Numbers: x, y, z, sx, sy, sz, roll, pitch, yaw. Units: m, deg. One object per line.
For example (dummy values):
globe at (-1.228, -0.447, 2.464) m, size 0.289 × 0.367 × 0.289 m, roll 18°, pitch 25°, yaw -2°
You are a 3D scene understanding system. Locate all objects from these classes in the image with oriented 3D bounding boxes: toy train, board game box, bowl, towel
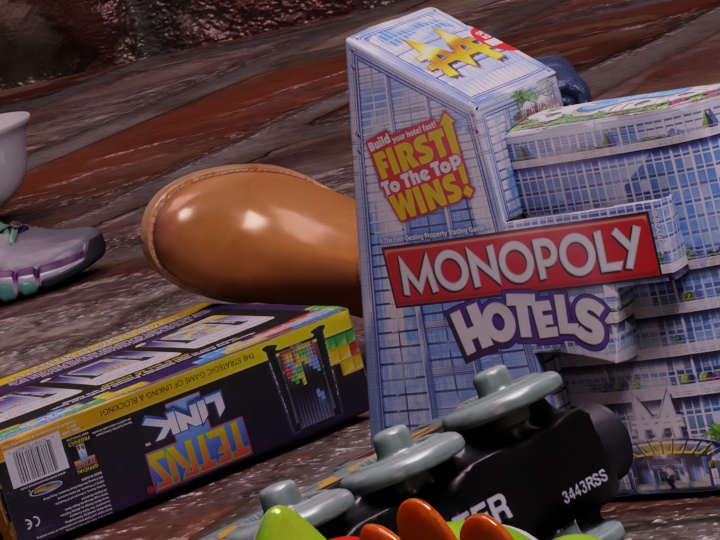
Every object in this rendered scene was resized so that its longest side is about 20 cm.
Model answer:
toy train at (0.006, 0.100, 1.008) m, size 0.199 × 0.086 × 0.114 m, roll -26°, pitch 2°, yaw -38°
board game box at (0.074, -0.009, 1.133) m, size 0.199 × 0.201 × 0.062 m, roll -8°, pitch 11°, yaw 41°
bowl at (-0.373, -0.069, 2.508) m, size 0.200 × 0.091 × 0.201 m, roll -15°, pitch 10°, yaw 3°
board game box at (-0.119, 0.073, 1.409) m, size 0.199 × 0.057 × 0.165 m, roll -20°, pitch 9°, yaw -27°
towel at (0.117, -0.123, 2.166) m, size 0.111 × 0.049 × 0.200 m, roll -15°, pitch 9°, yaw 2°

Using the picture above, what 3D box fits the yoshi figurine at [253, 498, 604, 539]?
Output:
yoshi figurine at (0.023, 0.132, 0.822) m, size 0.112 × 0.113 × 0.200 m, roll 23°, pitch -25°, yaw -23°

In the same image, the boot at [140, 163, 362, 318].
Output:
boot at (0.000, 0.000, 1.459) m, size 0.199 × 0.077 × 0.155 m, roll 17°, pitch 1°, yaw -24°

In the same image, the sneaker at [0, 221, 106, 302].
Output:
sneaker at (-0.288, -0.017, 2.087) m, size 0.199 × 0.088 × 0.074 m, roll -16°, pitch 10°, yaw -2°
